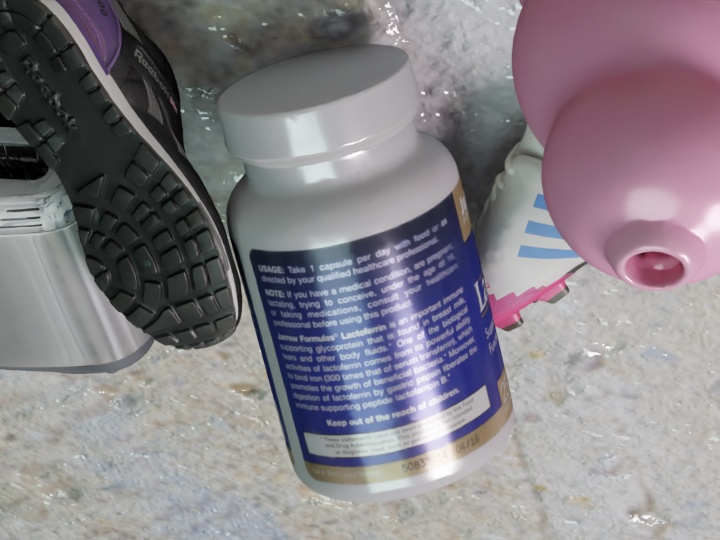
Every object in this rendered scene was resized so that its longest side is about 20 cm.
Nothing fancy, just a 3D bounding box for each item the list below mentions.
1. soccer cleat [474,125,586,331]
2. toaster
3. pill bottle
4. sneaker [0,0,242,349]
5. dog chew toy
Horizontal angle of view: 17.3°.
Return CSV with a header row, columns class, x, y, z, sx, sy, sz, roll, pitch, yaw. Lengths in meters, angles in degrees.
class,x,y,z,sx,sy,sz,roll,pitch,yaw
soccer cleat,0.093,-0.034,1.166,0.086,0.070,0.200,51,136,-10
toaster,-0.178,-0.025,1.213,0.199,0.114,0.129,4,141,18
pill bottle,0.000,0.000,1.137,0.115,0.116,0.201,-5,113,23
sneaker,-0.102,-0.062,1.126,0.076,0.088,0.201,-18,108,32
dog chew toy,0.105,-0.081,0.808,0.124,0.201,0.125,6,145,5
